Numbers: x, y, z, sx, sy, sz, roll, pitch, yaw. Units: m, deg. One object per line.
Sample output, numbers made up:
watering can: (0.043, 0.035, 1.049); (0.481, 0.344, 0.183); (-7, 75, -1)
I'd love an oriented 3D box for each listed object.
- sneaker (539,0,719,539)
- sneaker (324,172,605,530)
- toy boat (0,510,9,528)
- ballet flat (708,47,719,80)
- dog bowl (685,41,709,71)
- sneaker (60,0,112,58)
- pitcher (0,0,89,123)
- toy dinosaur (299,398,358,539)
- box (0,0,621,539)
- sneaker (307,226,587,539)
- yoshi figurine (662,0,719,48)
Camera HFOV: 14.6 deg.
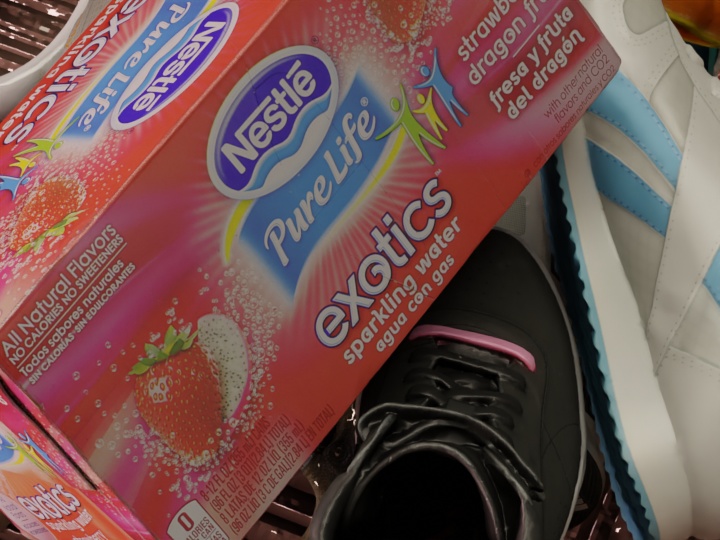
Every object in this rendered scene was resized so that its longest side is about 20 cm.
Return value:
sneaker: (0.098, -0.018, 0.843); (0.080, 0.077, 0.201); (-12, 75, -1)
sneaker: (0.000, 0.000, 0.912); (0.200, 0.076, 0.116); (25, 46, 5)
toy boat: (-0.183, 0.007, 0.832); (0.199, 0.131, 0.131); (19, 55, 9)
ballet flat: (0.143, -0.037, 0.933); (0.064, 0.076, 0.201); (-5, 49, 30)
dog bowl: (0.083, -0.130, 1.016); (0.111, 0.050, 0.201); (9, 55, 1)
sneaker: (-0.046, -0.087, 0.935); (0.076, 0.092, 0.200); (48, 23, 8)
pitcher: (-0.103, -0.149, 0.974); (0.199, 0.121, 0.172); (-34, 66, -16)
toy dinosaur: (0.004, 0.130, 0.820); (0.102, 0.077, 0.201); (5, 58, 13)
box: (-0.035, -0.023, 0.775); (0.200, 0.096, 0.099); (-50, 29, -21)
sneaker: (0.029, 0.049, 0.773); (0.070, 0.099, 0.201); (12, 53, 3)
yoshi figurine: (0.151, -0.163, 0.877); (0.112, 0.112, 0.201); (24, 89, -22)
